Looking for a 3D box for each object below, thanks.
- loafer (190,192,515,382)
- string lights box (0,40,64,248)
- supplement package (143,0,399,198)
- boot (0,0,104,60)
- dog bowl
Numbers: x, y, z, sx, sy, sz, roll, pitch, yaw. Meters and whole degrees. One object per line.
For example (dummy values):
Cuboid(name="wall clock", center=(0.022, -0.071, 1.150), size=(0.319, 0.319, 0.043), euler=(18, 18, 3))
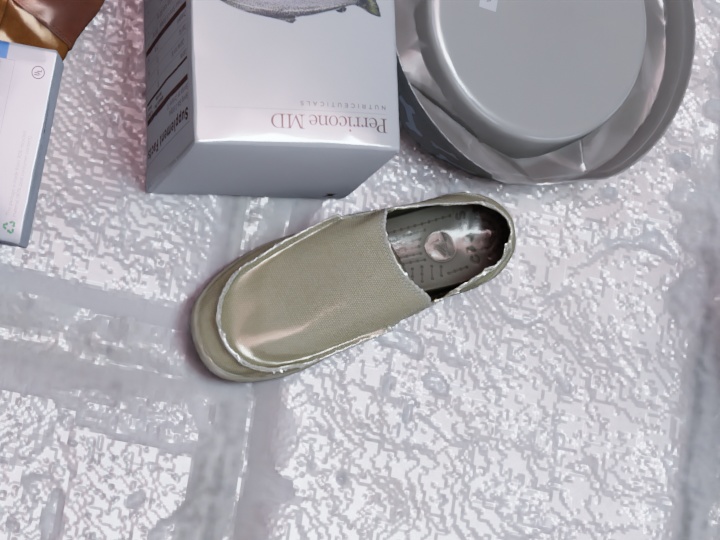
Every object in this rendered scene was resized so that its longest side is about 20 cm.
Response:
Cuboid(name="loafer", center=(0.000, 0.000, 1.410), size=(0.200, 0.068, 0.076), euler=(-24, 85, -20))
Cuboid(name="string lights box", center=(-0.261, -0.081, 1.324), size=(0.200, 0.059, 0.103), euler=(12, 88, -2))
Cuboid(name="supplement package", center=(-0.051, -0.148, 1.403), size=(0.117, 0.117, 0.200), euler=(1, 78, -17))
Cuboid(name="boot", center=(-0.241, -0.138, 1.387), size=(0.188, 0.068, 0.200), euler=(24, 82, -15))
Cuboid(name="dog bowl", center=(0.091, -0.141, 1.457), size=(0.200, 0.059, 0.200), euler=(3, 83, -27))
